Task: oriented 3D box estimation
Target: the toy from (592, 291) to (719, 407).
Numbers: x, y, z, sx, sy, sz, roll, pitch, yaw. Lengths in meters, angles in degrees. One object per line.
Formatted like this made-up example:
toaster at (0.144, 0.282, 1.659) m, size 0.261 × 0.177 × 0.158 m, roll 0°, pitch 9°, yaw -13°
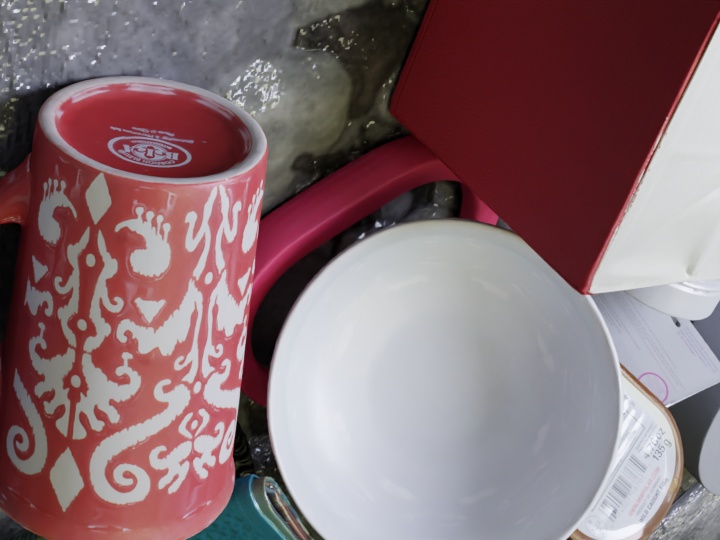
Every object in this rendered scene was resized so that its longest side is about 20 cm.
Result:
toy at (0.135, 0.068, 1.061) m, size 0.199 × 0.116 × 0.047 m, roll -21°, pitch 159°, yaw -27°

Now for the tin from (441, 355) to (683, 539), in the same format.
tin at (0.123, 0.094, 0.984) m, size 0.200 × 0.042 × 0.112 m, roll 41°, pitch 72°, yaw -21°

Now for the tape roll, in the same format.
tape roll at (0.330, 0.086, 1.276) m, size 0.199 × 0.066 × 0.201 m, roll -23°, pitch 137°, yaw -23°

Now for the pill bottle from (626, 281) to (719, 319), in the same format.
pill bottle at (0.229, -0.074, 0.985) m, size 0.112 × 0.112 × 0.201 m, roll 0°, pitch 126°, yaw -41°

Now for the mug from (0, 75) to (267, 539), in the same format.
mug at (-0.129, 0.022, 0.763) m, size 0.176 × 0.133 × 0.201 m, roll -11°, pitch 128°, yaw -35°

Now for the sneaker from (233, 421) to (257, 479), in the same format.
sneaker at (-0.093, 0.136, 0.953) m, size 0.070 × 0.090 × 0.201 m, roll -40°, pitch 117°, yaw -15°

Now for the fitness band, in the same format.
fitness band at (0.000, 0.000, 0.933) m, size 0.199 × 0.037 × 0.144 m, roll -33°, pitch 139°, yaw -14°

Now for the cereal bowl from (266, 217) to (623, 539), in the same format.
cereal bowl at (0.047, 0.070, 0.889) m, size 0.200 × 0.200 × 0.083 m, roll -45°, pitch -179°, yaw 4°

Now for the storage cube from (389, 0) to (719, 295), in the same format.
storage cube at (0.154, -0.109, 0.844) m, size 0.170 × 0.180 × 0.201 m, roll -3°, pitch 126°, yaw -39°

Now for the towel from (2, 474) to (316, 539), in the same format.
towel at (-0.103, 0.183, 0.909) m, size 0.199 × 0.022 × 0.147 m, roll -16°, pitch 127°, yaw 26°

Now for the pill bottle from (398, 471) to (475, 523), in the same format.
pill bottle at (0.041, 0.180, 1.020) m, size 0.112 × 0.112 × 0.200 m, roll -41°, pitch 166°, yaw -2°
